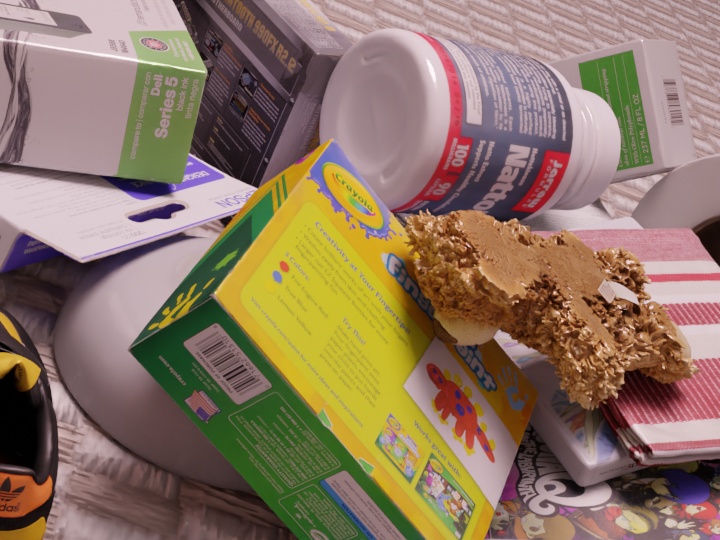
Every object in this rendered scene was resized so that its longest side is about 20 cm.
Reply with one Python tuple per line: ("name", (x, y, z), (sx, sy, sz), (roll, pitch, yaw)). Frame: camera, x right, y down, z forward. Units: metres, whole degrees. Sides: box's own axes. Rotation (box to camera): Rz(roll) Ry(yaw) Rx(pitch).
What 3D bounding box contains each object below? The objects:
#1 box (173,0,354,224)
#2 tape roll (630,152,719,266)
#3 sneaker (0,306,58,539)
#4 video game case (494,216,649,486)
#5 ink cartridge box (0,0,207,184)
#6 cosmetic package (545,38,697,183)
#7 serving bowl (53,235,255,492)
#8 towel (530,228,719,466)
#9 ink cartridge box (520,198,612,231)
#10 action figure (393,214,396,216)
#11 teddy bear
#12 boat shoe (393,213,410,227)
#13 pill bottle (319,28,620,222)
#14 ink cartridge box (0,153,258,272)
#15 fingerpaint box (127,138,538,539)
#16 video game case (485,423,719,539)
("box", (-0.092, -0.144, 0.996), (0.048, 0.159, 0.200), (-2, 39, -41))
("tape roll", (0.325, -0.001, 1.060), (0.203, 0.203, 0.139), (41, 31, 24))
("sneaker", (-0.177, 0.064, 0.658), (0.070, 0.090, 0.200), (13, 32, -24))
("video game case", (0.162, 0.043, 0.872), (0.182, 0.022, 0.200), (-11, 44, -27))
("ink cartridge box", (-0.214, -0.132, 0.857), (0.200, 0.084, 0.146), (6, 28, -22))
("cosmetic package", (0.162, -0.116, 1.097), (0.085, 0.200, 0.108), (-14, 92, -57))
("serving bowl", (-0.079, 0.040, 0.805), (0.200, 0.066, 0.200), (19, 30, -12))
("towel", (0.195, 0.043, 0.848), (0.144, 0.023, 0.200), (-2, 42, -21))
("ink cartridge box", (0.144, 0.016, 0.983), (0.160, 0.047, 0.200), (7, 43, -30))
("action figure", (0.000, 0.000, 0.887), (0.065, 0.052, 0.200), (-38, 29, -28))
("teddy bear", (0.108, 0.022, 0.761), (0.200, 0.067, 0.145), (-2, 49, -50))
("boat shoe", (0.017, -0.075, 1.071), (0.075, 0.062, 0.200), (1, 40, -48))
("pill bottle", (0.083, -0.094, 0.926), (0.200, 0.120, 0.120), (3, 37, -39))
("ink cartridge box", (-0.189, -0.054, 0.865), (0.200, 0.043, 0.198), (28, 27, 24))
("fingerpaint box", (-0.006, 0.056, 0.728), (0.200, 0.073, 0.167), (50, 36, -14))
("video game case", (0.151, 0.133, 0.807), (0.181, 0.036, 0.200), (4, 29, 0))
